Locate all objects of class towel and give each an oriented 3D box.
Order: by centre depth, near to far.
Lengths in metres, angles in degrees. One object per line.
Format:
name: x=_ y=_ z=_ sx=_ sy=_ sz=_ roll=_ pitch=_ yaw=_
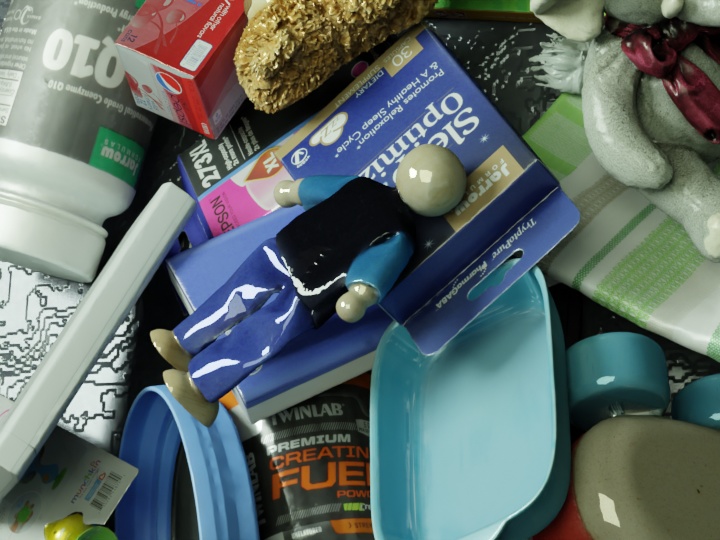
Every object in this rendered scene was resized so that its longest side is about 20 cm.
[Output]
towel: x=0.170 y=-0.034 z=1.497 sx=0.199 sy=0.031 sz=0.149 roll=29 pitch=50 yaw=24

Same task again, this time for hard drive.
hard drive: x=0.000 y=0.000 z=1.526 sx=0.199 sy=0.025 sz=0.132 roll=-24 pitch=47 yaw=-9
hard drive: x=-0.172 y=0.049 z=1.562 sx=0.027 sy=0.132 sz=0.201 roll=34 pitch=68 yaw=-6

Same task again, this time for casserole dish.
casserole dish: x=0.063 y=0.082 z=1.405 sx=0.121 sy=0.039 sz=0.201 roll=-26 pitch=42 yaw=26

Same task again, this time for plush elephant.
plush elephant: x=0.180 y=-0.136 z=1.471 sx=0.199 sy=0.155 sz=0.165 roll=30 pitch=54 yaw=30

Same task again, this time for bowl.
bowl: x=-0.101 y=0.168 z=1.519 sx=0.039 sy=0.201 sz=0.202 roll=-1 pitch=72 yaw=-19

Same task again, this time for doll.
doll: x=-0.027 y=-0.005 z=1.440 sx=0.200 sy=0.048 sz=0.137 roll=-38 pitch=37 yaw=11

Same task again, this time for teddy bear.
teddy bear: x=0.006 y=-0.173 z=1.550 sx=0.199 sy=0.145 sz=0.067 roll=-30 pitch=102 yaw=10

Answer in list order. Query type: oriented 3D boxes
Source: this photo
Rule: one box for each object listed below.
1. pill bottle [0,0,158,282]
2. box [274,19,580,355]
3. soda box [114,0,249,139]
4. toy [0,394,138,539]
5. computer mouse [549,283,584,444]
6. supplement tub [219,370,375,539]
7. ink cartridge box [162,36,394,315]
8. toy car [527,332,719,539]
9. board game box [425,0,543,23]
pill bottle: x=-0.185 y=-0.101 z=1.648 sx=0.112 sy=0.113 sz=0.201 roll=13 pitch=82 yaw=23
box: x=0.036 y=-0.050 z=1.485 sx=0.121 sy=0.032 sz=0.200 roll=-42 pitch=42 yaw=6
soda box: x=-0.068 y=-0.183 z=1.613 sx=0.063 sy=0.070 sz=0.200 roll=24 pitch=66 yaw=23
toy: x=-0.209 y=0.152 z=1.613 sx=0.200 sy=0.047 sz=0.116 roll=19 pitch=74 yaw=53
computer mouse: x=0.069 y=0.041 z=1.550 sx=0.139 sy=0.046 sz=0.201 roll=4 pitch=78 yaw=21
supplement tub: x=-0.032 y=0.118 z=1.533 sx=0.106 sy=0.107 sz=0.201 roll=-20 pitch=65 yaw=15
ink cartridge box: x=-0.050 y=-0.065 z=1.615 sx=0.200 sy=0.037 sz=0.095 roll=-37 pitch=46 yaw=11
toy car: x=0.137 y=0.168 z=1.459 sx=0.200 sy=0.176 sz=0.185 roll=-35 pitch=49 yaw=41
board game box: x=0.105 y=-0.202 z=1.609 sx=0.199 sy=0.030 sz=0.096 roll=6 pitch=78 yaw=19
